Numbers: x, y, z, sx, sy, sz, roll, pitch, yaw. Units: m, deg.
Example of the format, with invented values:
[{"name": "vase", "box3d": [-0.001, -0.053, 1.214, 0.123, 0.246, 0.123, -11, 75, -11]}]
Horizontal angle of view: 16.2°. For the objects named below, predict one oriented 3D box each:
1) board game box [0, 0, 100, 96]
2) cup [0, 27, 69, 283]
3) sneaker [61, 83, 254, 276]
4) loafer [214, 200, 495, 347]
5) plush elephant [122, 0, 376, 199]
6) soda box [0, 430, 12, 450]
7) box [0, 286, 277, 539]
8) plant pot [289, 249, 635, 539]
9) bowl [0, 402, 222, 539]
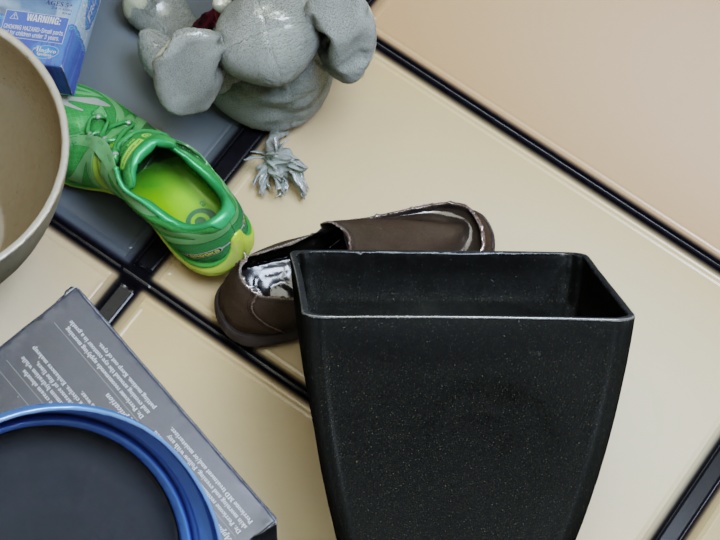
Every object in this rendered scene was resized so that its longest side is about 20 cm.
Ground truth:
[{"name": "board game box", "box3d": [-0.273, -0.229, 1.774, 0.199, 0.043, 0.200, 8, 64, 10]}, {"name": "cup", "box3d": [-0.290, -0.053, 1.677, 0.199, 0.143, 0.201, 2, 67, -4]}, {"name": "sneaker", "box3d": [-0.153, -0.078, 1.729, 0.200, 0.084, 0.074, 33, 68, 14]}, {"name": "loafer", "box3d": [0.000, 0.000, 1.713, 0.199, 0.071, 0.073, -19, 69, -12]}, {"name": "plush elephant", "box3d": [-0.070, -0.166, 1.735, 0.164, 0.155, 0.201, -12, 67, -9]}, {"name": "soda box", "box3d": [-0.279, 0.159, 1.460, 0.064, 0.068, 0.200, 35, 81, 11]}, {"name": "box", "box3d": [-0.181, 0.150, 1.556, 0.182, 0.104, 0.200, -38, 75, -15]}, {"name": "plant pot", "box3d": [0.056, 0.092, 1.603, 0.198, 0.200, 0.178, 1, 103, -4]}, {"name": "bowl", "box3d": [-0.177, 0.173, 1.435, 0.200, 0.039, 0.202, -3, 97, -22]}]
